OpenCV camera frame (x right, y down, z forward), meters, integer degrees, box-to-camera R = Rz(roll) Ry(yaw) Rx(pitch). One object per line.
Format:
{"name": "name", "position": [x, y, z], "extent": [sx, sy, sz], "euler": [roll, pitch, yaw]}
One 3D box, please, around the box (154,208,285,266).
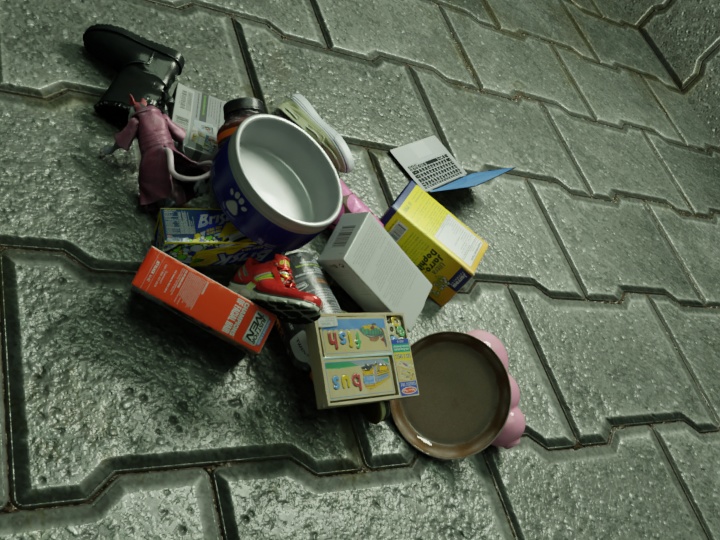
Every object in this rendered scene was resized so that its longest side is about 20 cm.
{"name": "box", "position": [-0.212, -0.051, 1.177], "extent": [0.197, 0.070, 0.065], "euler": [0, 59, -25]}

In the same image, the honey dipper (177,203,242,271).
{"name": "honey dipper", "position": [-0.233, -0.052, 1.240], "extent": [0.200, 0.038, 0.038], "euler": [43, 41, 8]}

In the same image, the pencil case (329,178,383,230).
{"name": "pencil case", "position": [-0.050, -0.120, 1.399], "extent": [0.090, 0.094, 0.201], "euler": [-40, 81, -4]}

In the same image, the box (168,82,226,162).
{"name": "box", "position": [-0.250, -0.242, 1.381], "extent": [0.197, 0.041, 0.158], "euler": [17, 48, -24]}

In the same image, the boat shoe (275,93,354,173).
{"name": "boat shoe", "position": [-0.091, -0.262, 1.513], "extent": [0.062, 0.072, 0.200], "euler": [-35, 75, -23]}

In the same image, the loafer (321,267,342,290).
{"name": "loafer", "position": [0.000, 0.000, 1.339], "extent": [0.199, 0.075, 0.070], "euler": [-22, 65, -46]}

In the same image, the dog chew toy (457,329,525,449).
{"name": "dog chew toy", "position": [0.214, 0.206, 1.299], "extent": [0.123, 0.124, 0.202], "euler": [-12, 71, -43]}

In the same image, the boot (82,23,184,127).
{"name": "boot", "position": [-0.409, -0.328, 1.310], "extent": [0.195, 0.074, 0.164], "euler": [17, 59, -3]}

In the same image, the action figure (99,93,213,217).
{"name": "action figure", "position": [-0.326, -0.194, 1.198], "extent": [0.132, 0.149, 0.203], "euler": [-20, 81, -28]}

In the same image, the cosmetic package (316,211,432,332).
{"name": "cosmetic package", "position": [0.027, 0.005, 1.279], "extent": [0.200, 0.071, 0.102], "euler": [47, 59, -33]}

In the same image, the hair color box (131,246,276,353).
{"name": "hair color box", "position": [-0.226, 0.047, 1.091], "extent": [0.198, 0.111, 0.065], "euler": [29, 77, -12]}

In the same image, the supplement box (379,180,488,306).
{"name": "supplement box", "position": [0.127, -0.051, 1.455], "extent": [0.199, 0.110, 0.109], "euler": [39, 41, -1]}

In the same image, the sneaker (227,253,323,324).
{"name": "sneaker", "position": [-0.122, 0.018, 1.100], "extent": [0.077, 0.198, 0.086], "euler": [39, 73, -42]}

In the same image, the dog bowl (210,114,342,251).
{"name": "dog bowl", "position": [-0.126, -0.133, 1.165], "extent": [0.198, 0.079, 0.202], "euler": [27, 44, -29]}

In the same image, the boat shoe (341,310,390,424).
{"name": "boat shoe", "position": [0.011, 0.148, 1.222], "extent": [0.064, 0.073, 0.202], "euler": [-3, 57, -33]}

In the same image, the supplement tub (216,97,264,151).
{"name": "supplement tub", "position": [-0.186, -0.184, 1.287], "extent": [0.106, 0.106, 0.204], "euler": [-1, 77, -38]}

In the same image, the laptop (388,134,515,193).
{"name": "laptop", "position": [0.202, -0.243, 1.672], "extent": [0.201, 0.116, 0.186], "euler": [51, 41, 11]}

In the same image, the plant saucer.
{"name": "plant saucer", "position": [0.143, 0.200, 1.231], "extent": [0.200, 0.200, 0.032], "euler": [46, -3, 6]}

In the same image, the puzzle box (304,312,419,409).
{"name": "puzzle box", "position": [0.005, 0.131, 1.136], "extent": [0.198, 0.025, 0.135], "euler": [2, 73, -46]}

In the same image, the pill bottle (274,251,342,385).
{"name": "pill bottle", "position": [-0.079, 0.080, 1.185], "extent": [0.105, 0.106, 0.202], "euler": [-7, 60, -41]}
